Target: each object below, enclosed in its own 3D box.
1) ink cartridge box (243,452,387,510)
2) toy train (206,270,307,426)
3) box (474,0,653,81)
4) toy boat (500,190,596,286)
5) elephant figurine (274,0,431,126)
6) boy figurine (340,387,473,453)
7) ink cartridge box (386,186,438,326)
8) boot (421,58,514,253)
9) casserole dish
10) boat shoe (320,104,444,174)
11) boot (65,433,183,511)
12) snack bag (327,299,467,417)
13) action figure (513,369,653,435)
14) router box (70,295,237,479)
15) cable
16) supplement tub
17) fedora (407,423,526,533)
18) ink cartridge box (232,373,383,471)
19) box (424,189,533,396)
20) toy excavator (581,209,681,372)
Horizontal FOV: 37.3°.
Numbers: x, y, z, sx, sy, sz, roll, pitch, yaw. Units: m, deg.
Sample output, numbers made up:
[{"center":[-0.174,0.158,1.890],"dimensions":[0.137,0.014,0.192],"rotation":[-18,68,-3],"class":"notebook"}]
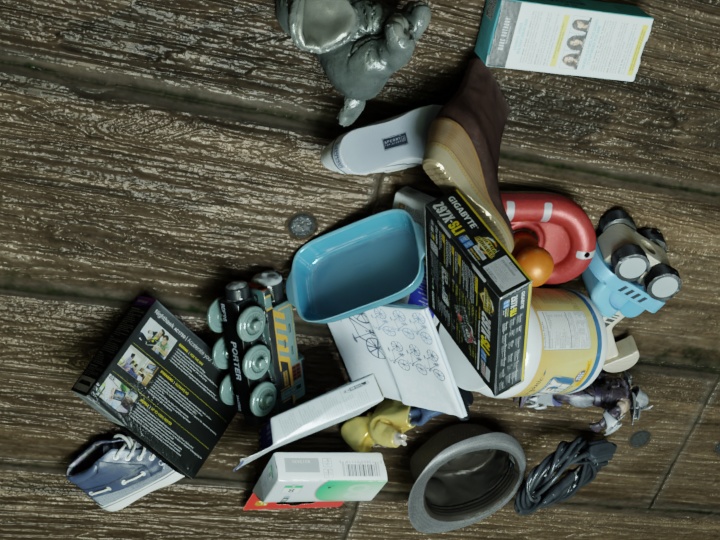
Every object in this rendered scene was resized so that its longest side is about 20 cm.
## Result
[{"center":[-0.069,0.320,1.520],"dimensions":[0.160,0.050,0.200],"rotation":[3,143,-20],"class":"ink cartridge box"},{"center":[-0.130,0.099,1.381],"dimensions":[0.114,0.085,0.201],"rotation":[-28,119,-44],"class":"toy train"},{"center":[0.243,-0.281,1.276],"dimensions":[0.198,0.049,0.083],"rotation":[3,120,-17],"class":"box"},{"center":[0.213,-0.026,1.379],"dimensions":[0.198,0.131,0.131],"rotation":[-1,122,-14],"class":"toy boat"},{"center":[-0.035,-0.292,1.167],"dimensions":[0.199,0.156,0.141],"rotation":[32,153,-18],"class":"elephant figurine"},{"center":[0.057,0.211,1.496],"dimensions":[0.199,0.125,0.065],"rotation":[-29,108,24],"class":"boy figurine"},{"center":[0.073,-0.001,1.385],"dimensions":[0.094,0.037,0.201],"rotation":[24,120,22],"class":"ink cartridge box"},{"center":[0.156,-0.134,1.291],"dimensions":[0.200,0.072,0.167],"rotation":[51,54,-37],"class":"boot"},{"center":[0.000,0.000,1.339],"dimensions":[0.199,0.122,0.039],"rotation":[-21,148,20],"class":"casserole dish"},{"center":[0.043,-0.157,1.292],"dimensions":[0.199,0.065,0.074],"rotation":[-10,96,-31],"class":"boat shoe"},{"center":[-0.301,0.253,1.452],"dimensions":[0.199,0.073,0.090],"rotation":[-34,129,8],"class":"boot"},{"center":[0.034,0.108,1.401],"dimensions":[0.021,0.199,0.189],"rotation":[-47,130,-34],"class":"snack bag"},{"center":[0.327,0.182,1.551],"dimensions":[0.198,0.130,0.070],"rotation":[7,107,0],"class":"action figure"},{"center":[-0.250,0.152,1.375],"dimensions":[0.200,0.051,0.150],"rotation":[48,66,-33],"class":"router box"},{"center":[0.300,0.316,1.635],"dimensions":[0.199,0.051,0.163],"rotation":[-3,141,-48],"class":"cable"},{"center":[0.216,0.095,1.418],"dimensions":[0.199,0.145,0.145],"rotation":[2,123,-39],"class":"supplement tub"},{"center":[0.144,0.294,1.586],"dimensions":[0.199,0.090,0.178],"rotation":[-19,127,-12],"class":"fedora"},{"center":[-0.080,0.201,1.407],"dimensions":[0.199,0.200,0.041],"rotation":[-23,81,-15],"class":"ink cartridge box"},{"center":[0.135,0.029,1.245],"dimensions":[0.049,0.160,0.201],"rotation":[-26,144,-15],"class":"box"},{"center":[0.360,0.040,1.494],"dimensions":[0.194,0.100,0.200],"rotation":[27,124,-26],"class":"toy excavator"}]
